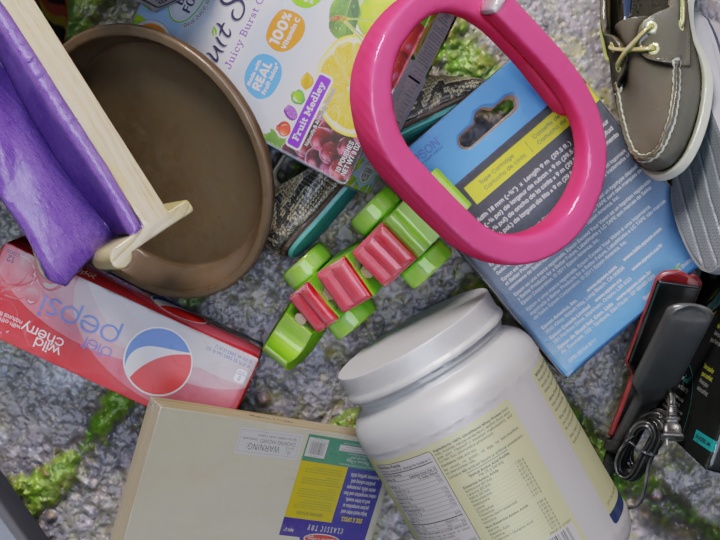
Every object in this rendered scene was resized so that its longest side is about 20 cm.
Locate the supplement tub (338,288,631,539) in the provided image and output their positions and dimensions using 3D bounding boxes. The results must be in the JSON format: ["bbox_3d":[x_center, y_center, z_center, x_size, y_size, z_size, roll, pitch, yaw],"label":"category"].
[{"bbox_3d":[0.085,0.129,0.959,0.144,0.145,0.201,-30,96,3],"label":"supplement tub"}]

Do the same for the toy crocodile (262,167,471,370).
[{"bbox_3d":[0.000,0.000,0.960,0.200,0.062,0.068,-38,95,34],"label":"toy crocodile"}]

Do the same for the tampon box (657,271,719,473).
[{"bbox_3d":[0.309,0.045,0.949,0.125,0.150,0.201,17,96,-3],"label":"tampon box"}]

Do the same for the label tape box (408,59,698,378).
[{"bbox_3d":[0.136,-0.047,0.980,0.144,0.063,0.200,-39,96,3],"label":"label tape box"}]

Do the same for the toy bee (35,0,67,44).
[{"bbox_3d":[-0.222,-0.237,0.943,0.130,0.109,0.201,27,125,2],"label":"toy bee"}]

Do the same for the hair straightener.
[{"bbox_3d":[0.199,0.100,0.964,0.041,0.077,0.201,12,124,-11],"label":"hair straightener"}]

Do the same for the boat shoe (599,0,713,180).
[{"bbox_3d":[0.195,-0.160,0.929,0.060,0.072,0.203,21,64,-38],"label":"boat shoe"}]

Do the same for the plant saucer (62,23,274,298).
[{"bbox_3d":[-0.141,-0.076,0.947,0.199,0.029,0.201,14,121,24],"label":"plant saucer"}]

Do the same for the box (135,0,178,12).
[{"bbox_3d":[-0.162,-0.284,0.896,0.060,0.117,0.201,-19,80,16],"label":"box"}]

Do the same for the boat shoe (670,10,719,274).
[{"bbox_3d":[0.255,-0.092,0.939,0.066,0.074,0.202,5,68,-20],"label":"boat shoe"}]

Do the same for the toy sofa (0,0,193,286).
[{"bbox_3d":[-0.204,-0.090,0.875,0.097,0.083,0.201,-35,102,-18],"label":"toy sofa"}]

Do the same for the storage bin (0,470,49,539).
[{"bbox_3d":[-0.319,0.186,0.974,0.134,0.146,0.201,-35,96,-7],"label":"storage bin"}]

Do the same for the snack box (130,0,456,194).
[{"bbox_3d":[-0.053,-0.161,0.940,0.199,0.053,0.143,29,95,18],"label":"snack box"}]

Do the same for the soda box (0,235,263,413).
[{"bbox_3d":[-0.173,0.047,0.989,0.199,0.063,0.070,24,96,-4],"label":"soda box"}]

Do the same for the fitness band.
[{"bbox_3d":[0.080,-0.093,0.885,0.200,0.037,0.144,43,73,-25],"label":"fitness band"}]

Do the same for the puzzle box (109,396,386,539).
[{"bbox_3d":[-0.075,0.170,0.978,0.199,0.025,0.134,13,96,-31],"label":"puzzle box"}]

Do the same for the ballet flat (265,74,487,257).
[{"bbox_3d":[-0.002,-0.094,0.977,0.200,0.068,0.075,-38,81,6],"label":"ballet flat"}]
